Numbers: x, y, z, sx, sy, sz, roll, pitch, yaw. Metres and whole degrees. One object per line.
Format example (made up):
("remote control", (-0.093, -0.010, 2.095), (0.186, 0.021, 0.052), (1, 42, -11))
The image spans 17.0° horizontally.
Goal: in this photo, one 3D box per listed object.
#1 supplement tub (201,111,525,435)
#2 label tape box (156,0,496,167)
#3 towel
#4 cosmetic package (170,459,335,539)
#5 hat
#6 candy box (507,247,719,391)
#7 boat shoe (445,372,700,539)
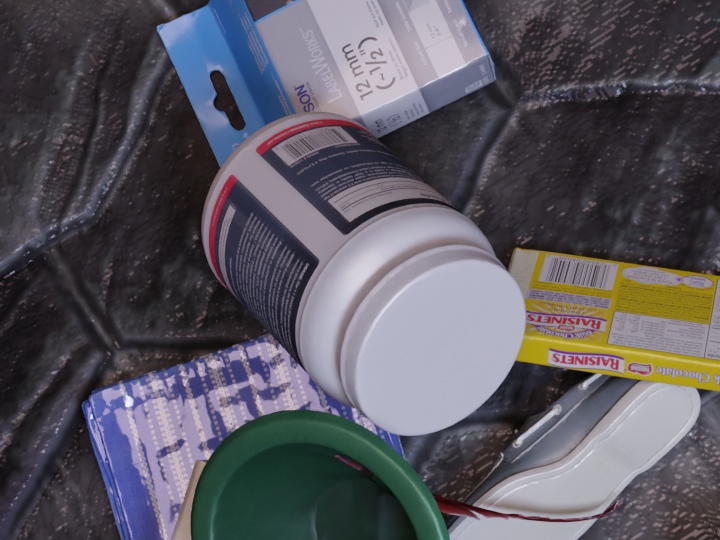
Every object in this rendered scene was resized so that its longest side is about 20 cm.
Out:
("supplement tub", (0.000, 0.000, 1.515), (0.140, 0.140, 0.200), (-44, 44, -2))
("label tape box", (-0.027, -0.155, 1.627), (0.199, 0.066, 0.144), (-25, 76, 1))
("towel", (-0.075, 0.119, 1.599), (0.199, 0.024, 0.146), (-18, 78, 4))
("cosmetic package", (-0.084, 0.230, 1.542), (0.105, 0.071, 0.201), (15, 86, 6))
("hat", (0.016, 0.160, 1.508), (0.200, 0.176, 0.166), (41, 113, 11))
("candy box", (0.187, 0.034, 1.546), (0.199, 0.027, 0.102), (9, 37, 10))
("boat shoe", (0.129, 0.124, 1.559), (0.200, 0.073, 0.062), (-39, 35, 6))
